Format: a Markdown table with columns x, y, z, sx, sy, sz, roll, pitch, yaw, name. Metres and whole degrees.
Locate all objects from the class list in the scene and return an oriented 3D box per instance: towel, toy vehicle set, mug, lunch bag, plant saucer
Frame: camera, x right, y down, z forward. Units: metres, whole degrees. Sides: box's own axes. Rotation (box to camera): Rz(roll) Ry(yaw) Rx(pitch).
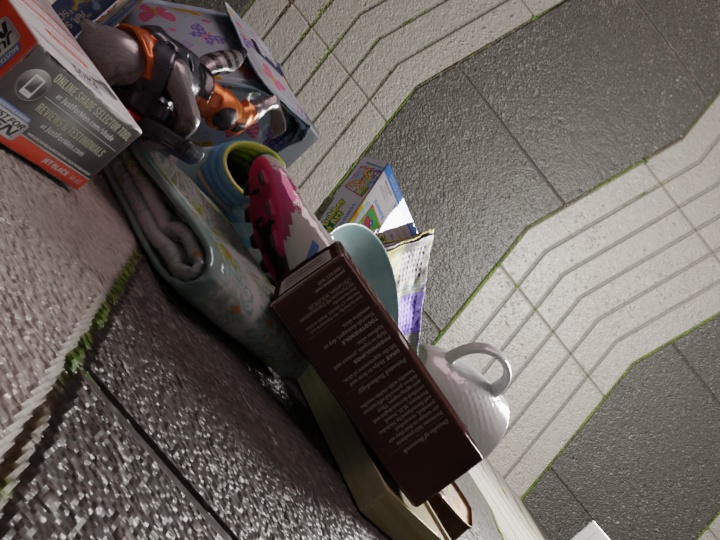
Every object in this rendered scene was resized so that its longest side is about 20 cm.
| x | y | z | sx | sy | sz | roll | pitch | yaw | name |
| --- | --- | --- | --- | --- | --- | --- | --- | --- | --- |
| -0.126 | -0.014 | 0.636 | 0.200 | 0.048 | 0.171 | 52 | 2 | 38 | towel |
| 0.009 | 0.165 | 0.678 | 0.124 | 0.026 | 0.200 | 50 | 1 | -33 | toy vehicle set |
| 0.145 | 0.188 | 1.193 | 0.175 | 0.199 | 0.148 | 43 | 21 | -25 | mug |
| 0.043 | 0.049 | 0.976 | 0.023 | 0.203 | 0.143 | 18 | 20 | 32 | towel |
| -0.167 | -0.217 | 0.859 | 0.198 | 0.128 | 0.171 | 3 | 44 | -29 | lunch bag |
| -0.019 | 0.050 | 0.839 | 0.038 | 0.203 | 0.201 | -2 | -33 | 31 | plant saucer |

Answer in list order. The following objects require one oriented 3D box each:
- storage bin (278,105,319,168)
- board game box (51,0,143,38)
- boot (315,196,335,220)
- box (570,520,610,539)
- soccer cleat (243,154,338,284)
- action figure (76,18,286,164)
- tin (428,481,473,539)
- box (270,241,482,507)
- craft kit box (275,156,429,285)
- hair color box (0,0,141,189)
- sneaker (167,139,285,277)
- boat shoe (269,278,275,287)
| x | y | z | sx | sy | sz | roll | pitch | yaw | name |
| --- | --- | --- | --- | --- | --- | --- | --- | --- | --- |
| -0.151 | -0.205 | 1.020 | 0.201 | 0.134 | 0.146 | 55 | 4 | 13 | storage bin |
| -0.235 | -0.272 | 0.733 | 0.035 | 0.199 | 0.135 | 49 | 2 | -18 | board game box |
| -0.033 | 0.001 | 1.009 | 0.072 | 0.157 | 0.200 | 19 | -11 | 24 | boot |
| 0.560 | 0.718 | 1.777 | 0.201 | 0.152 | 0.106 | 51 | 2 | 30 | box |
| -0.049 | -0.014 | 0.718 | 0.070 | 0.085 | 0.203 | -25 | -100 | 59 | soccer cleat |
| -0.173 | -0.163 | 0.624 | 0.198 | 0.106 | 0.193 | 29 | 10 | 16 | action figure |
| 0.075 | 0.236 | 0.830 | 0.112 | 0.042 | 0.200 | 47 | 0 | 12 | tin |
| 0.011 | 0.080 | 0.625 | 0.201 | 0.074 | 0.100 | 57 | 1 | -10 | box |
| 0.000 | 0.000 | 0.944 | 0.048 | 0.199 | 0.201 | 16 | -28 | 31 | craft kit box |
| -0.235 | -0.157 | 0.484 | 0.200 | 0.064 | 0.111 | 50 | 1 | 22 | hair color box |
| -0.105 | -0.061 | 0.811 | 0.129 | 0.080 | 0.200 | -7 | -35 | 40 | sneaker |
| -0.132 | -0.043 | 1.037 | 0.075 | 0.062 | 0.200 | 52 | 2 | -33 | boat shoe |
